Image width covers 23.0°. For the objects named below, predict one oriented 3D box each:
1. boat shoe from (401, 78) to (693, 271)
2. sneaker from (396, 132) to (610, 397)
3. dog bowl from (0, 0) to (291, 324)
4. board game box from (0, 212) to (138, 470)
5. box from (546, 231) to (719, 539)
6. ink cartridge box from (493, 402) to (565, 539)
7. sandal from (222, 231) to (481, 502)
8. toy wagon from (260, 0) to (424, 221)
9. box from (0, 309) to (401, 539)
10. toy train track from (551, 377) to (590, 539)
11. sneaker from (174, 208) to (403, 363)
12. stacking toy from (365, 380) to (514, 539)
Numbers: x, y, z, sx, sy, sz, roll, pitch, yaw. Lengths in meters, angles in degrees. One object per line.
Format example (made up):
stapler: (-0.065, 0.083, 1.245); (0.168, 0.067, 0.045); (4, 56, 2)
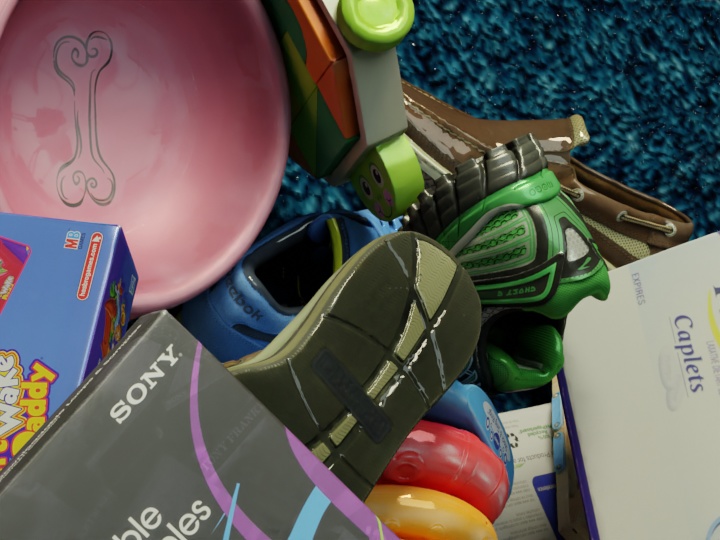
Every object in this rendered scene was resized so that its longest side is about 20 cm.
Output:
boat shoe: (0.093, -0.057, 0.956); (0.202, 0.075, 0.075); (32, 18, -19)
sneaker: (0.038, 0.030, 0.778); (0.078, 0.200, 0.085); (-22, 71, -33)
dog bowl: (-0.114, -0.066, 0.759); (0.200, 0.074, 0.201); (-5, 97, -44)
board game box: (-0.169, 0.072, 0.639); (0.134, 0.045, 0.201); (7, 64, 6)
box: (0.179, 0.102, 0.815); (0.200, 0.105, 0.184); (33, 43, -59)
ink cartridge box: (0.095, 0.161, 0.840); (0.094, 0.037, 0.200); (-6, 61, -39)
sandal: (-0.027, 0.059, 0.668); (0.201, 0.057, 0.080); (-38, 99, -38)
toy wagon: (-0.019, -0.099, 0.805); (0.039, 0.155, 0.200); (-25, 84, -19)
box: (-0.045, 0.132, 0.588); (0.200, 0.036, 0.143); (45, 67, -10)
toy train track: (0.115, 0.066, 0.880); (0.115, 0.032, 0.200); (48, 24, -22)
sneaker: (0.000, 0.000, 0.860); (0.200, 0.078, 0.066); (-20, 70, -44)
stacking toy: (0.008, 0.148, 0.710); (0.116, 0.109, 0.200); (62, 23, -50)
